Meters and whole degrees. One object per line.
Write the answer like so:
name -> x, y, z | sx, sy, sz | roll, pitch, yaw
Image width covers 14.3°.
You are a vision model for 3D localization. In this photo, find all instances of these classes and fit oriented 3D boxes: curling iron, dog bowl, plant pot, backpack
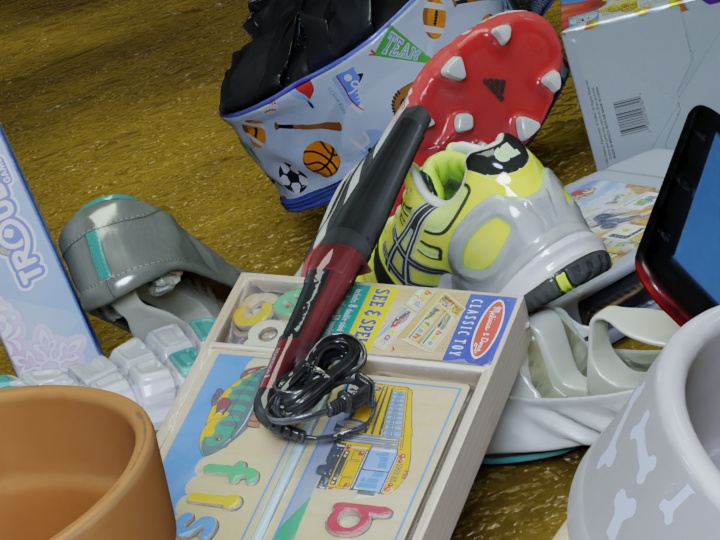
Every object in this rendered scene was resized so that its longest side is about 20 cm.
curling iron -> 0.000, 0.000, 1.201 | 0.049, 0.026, 0.200 | 8, 43, 11
dog bowl -> 0.167, 0.080, 0.899 | 0.199, 0.059, 0.200 | 13, 31, -8
plant pot -> -0.147, 0.147, 1.027 | 0.199, 0.141, 0.200 | -16, 18, 5
backpack -> 0.014, -0.109, 1.585 | 0.200, 0.154, 0.191 | -33, 7, 32

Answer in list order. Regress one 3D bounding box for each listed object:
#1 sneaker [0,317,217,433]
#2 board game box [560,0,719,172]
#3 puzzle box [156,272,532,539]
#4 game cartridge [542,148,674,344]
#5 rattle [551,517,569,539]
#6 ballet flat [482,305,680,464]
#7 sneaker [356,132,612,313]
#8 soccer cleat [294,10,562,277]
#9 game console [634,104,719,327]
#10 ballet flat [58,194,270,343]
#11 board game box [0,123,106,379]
sneaker -> -0.125, 0.089, 1.247 | 0.199, 0.092, 0.078 | -13, 20, -16
board game box -> 0.170, -0.122, 1.571 | 0.102, 0.105, 0.200 | -14, 19, 8
puzzle box -> -0.021, 0.080, 1.154 | 0.132, 0.026, 0.200 | 5, 44, 21
game cartridge -> 0.115, -0.007, 1.401 | 0.199, 0.042, 0.133 | -28, 25, -28
rattle -> 0.082, 0.165, 0.942 | 0.200, 0.143, 0.130 | -51, 3, -35
ballet flat -> 0.099, 0.045, 1.216 | 0.199, 0.070, 0.069 | 0, 25, 43
sneaker -> 0.047, -0.020, 1.296 | 0.075, 0.077, 0.200 | -27, 6, -24
soccer cleat -> 0.029, -0.051, 1.470 | 0.200, 0.069, 0.085 | -55, 15, -10
game console -> 0.218, -0.001, 1.155 | 0.171, 0.119, 0.200 | -11, 20, 19
ballet flat -> -0.071, 0.027, 1.346 | 0.067, 0.200, 0.064 | -31, 57, 18
board game box -> -0.165, -0.001, 1.374 | 0.043, 0.201, 0.199 | -24, 19, -5
